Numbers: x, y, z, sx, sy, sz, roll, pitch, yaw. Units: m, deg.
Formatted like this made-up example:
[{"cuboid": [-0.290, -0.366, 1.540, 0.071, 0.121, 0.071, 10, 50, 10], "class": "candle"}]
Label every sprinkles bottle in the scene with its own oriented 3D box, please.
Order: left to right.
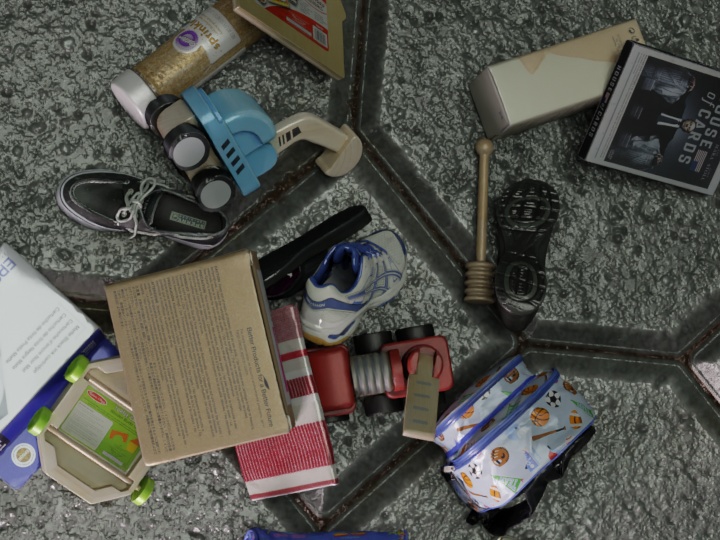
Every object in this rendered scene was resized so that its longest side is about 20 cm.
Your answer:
[{"cuboid": [-0.192, -0.249, 1.658, 0.200, 0.068, 0.068, -41, 92, -13], "class": "sprinkles bottle"}]

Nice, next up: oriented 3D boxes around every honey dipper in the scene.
[{"cuboid": [0.145, -0.061, 1.719, 0.038, 0.038, 0.201, 4, 81, -11], "class": "honey dipper"}]

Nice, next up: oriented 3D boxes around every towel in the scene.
[{"cuboid": [-0.096, 0.149, 1.600, 0.023, 0.144, 0.201, -11, 85, -48], "class": "towel"}]

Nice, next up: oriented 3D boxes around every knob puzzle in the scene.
[{"cuboid": [-0.092, -0.335, 1.663, 0.219, 0.030, 0.221, 33, 44, -39], "class": "knob puzzle"}]

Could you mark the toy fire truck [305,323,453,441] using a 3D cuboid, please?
[{"cuboid": [0.020, 0.128, 1.579, 0.175, 0.200, 0.129, -8, 84, -4], "class": "toy fire truck"}]

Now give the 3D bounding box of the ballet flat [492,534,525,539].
[{"cuboid": [0.148, 0.341, 1.656, 0.199, 0.071, 0.071, -16, 87, -11], "class": "ballet flat"}]

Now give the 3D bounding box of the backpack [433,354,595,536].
[{"cuboid": [0.176, 0.183, 1.616, 0.154, 0.190, 0.200, 44, 78, -3], "class": "backpack"}]

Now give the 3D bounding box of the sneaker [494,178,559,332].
[{"cuboid": [0.189, -0.019, 1.706, 0.076, 0.091, 0.201, 12, 59, 6], "class": "sneaker"}]

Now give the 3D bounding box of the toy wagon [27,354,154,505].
[{"cuboid": [-0.266, 0.158, 1.597, 0.155, 0.040, 0.200, 38, 77, -20], "class": "toy wagon"}]

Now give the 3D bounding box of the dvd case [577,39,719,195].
[{"cuboid": [0.373, -0.181, 1.724, 0.199, 0.025, 0.151, 12, 109, -26], "class": "dvd case"}]

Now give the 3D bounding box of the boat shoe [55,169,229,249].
[{"cuboid": [-0.246, -0.070, 1.625, 0.198, 0.068, 0.074, 20, 80, -8], "class": "boat shoe"}]

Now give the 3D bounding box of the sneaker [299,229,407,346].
[{"cuboid": [0.000, 0.000, 1.617, 0.075, 0.088, 0.200, 19, 40, 18], "class": "sneaker"}]

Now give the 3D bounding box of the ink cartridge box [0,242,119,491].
[{"cuboid": [-0.388, 0.107, 1.590, 0.200, 0.041, 0.200, 42, 77, -4], "class": "ink cartridge box"}]

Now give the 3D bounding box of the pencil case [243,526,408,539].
[{"cuboid": [-0.038, 0.327, 1.611, 0.199, 0.087, 0.078, 4, 58, -12], "class": "pencil case"}]

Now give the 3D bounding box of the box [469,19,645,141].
[{"cuboid": [0.242, -0.228, 1.729, 0.199, 0.095, 0.078, -19, 87, -14], "class": "box"}]

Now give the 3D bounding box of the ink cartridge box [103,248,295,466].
[{"cuboid": [-0.170, 0.092, 1.539, 0.164, 0.075, 0.201, -13, 87, 2], "class": "ink cartridge box"}]

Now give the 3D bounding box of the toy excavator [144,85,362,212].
[{"cuboid": [-0.114, -0.149, 1.628, 0.200, 0.100, 0.195, -32, 129, -3], "class": "toy excavator"}]

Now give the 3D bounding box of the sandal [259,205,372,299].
[{"cuboid": [-0.068, -0.007, 1.654, 0.200, 0.075, 0.048, -31, 107, -13], "class": "sandal"}]
